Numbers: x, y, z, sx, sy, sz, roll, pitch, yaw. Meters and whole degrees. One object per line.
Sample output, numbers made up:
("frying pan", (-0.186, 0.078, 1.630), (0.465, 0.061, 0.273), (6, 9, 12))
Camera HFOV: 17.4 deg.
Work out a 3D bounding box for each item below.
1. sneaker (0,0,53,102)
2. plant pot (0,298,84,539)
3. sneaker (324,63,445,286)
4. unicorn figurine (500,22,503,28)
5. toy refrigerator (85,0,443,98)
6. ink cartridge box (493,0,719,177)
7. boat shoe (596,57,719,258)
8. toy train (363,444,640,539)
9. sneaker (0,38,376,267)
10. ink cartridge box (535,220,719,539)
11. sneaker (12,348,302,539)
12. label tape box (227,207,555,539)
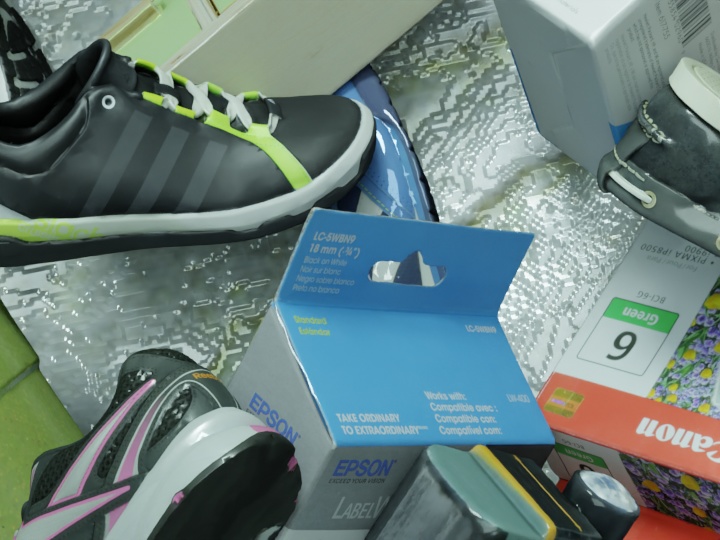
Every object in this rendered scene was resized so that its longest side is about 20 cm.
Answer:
("sneaker", (-0.201, -0.104, 1.106), (0.081, 0.074, 0.200), (-28, 73, 11))
("plant pot", (-0.168, 0.133, 1.012), (0.200, 0.200, 0.190), (-43, 92, -2))
("sneaker", (0.000, 0.000, 1.060), (0.082, 0.074, 0.201), (-13, 78, 6))
("unicorn figurine", (0.107, -0.179, 1.061), (0.074, 0.137, 0.200), (27, 102, 12))
("toy refrigerator", (-0.040, -0.118, 1.057), (0.200, 0.076, 0.070), (-40, 123, 7))
("ink cartridge box", (0.155, -0.138, 0.985), (0.200, 0.116, 0.068), (-41, 55, -12))
("boat shoe", (0.186, 0.000, 0.949), (0.200, 0.072, 0.068), (38, 103, -7))
("toy train", (0.030, 0.158, 0.935), (0.200, 0.114, 0.085), (-57, 41, 16))
("sneaker", (-0.089, -0.057, 0.987), (0.199, 0.072, 0.083), (-12, 121, -11))
("ink cartridge box", (0.135, 0.063, 0.996), (0.109, 0.050, 0.200), (16, 60, 37))
("sneaker", (-0.104, 0.115, 0.909), (0.200, 0.080, 0.086), (-49, 52, 14))
("label tape box", (0.003, 0.081, 0.953), (0.063, 0.144, 0.200), (41, 113, 35))
